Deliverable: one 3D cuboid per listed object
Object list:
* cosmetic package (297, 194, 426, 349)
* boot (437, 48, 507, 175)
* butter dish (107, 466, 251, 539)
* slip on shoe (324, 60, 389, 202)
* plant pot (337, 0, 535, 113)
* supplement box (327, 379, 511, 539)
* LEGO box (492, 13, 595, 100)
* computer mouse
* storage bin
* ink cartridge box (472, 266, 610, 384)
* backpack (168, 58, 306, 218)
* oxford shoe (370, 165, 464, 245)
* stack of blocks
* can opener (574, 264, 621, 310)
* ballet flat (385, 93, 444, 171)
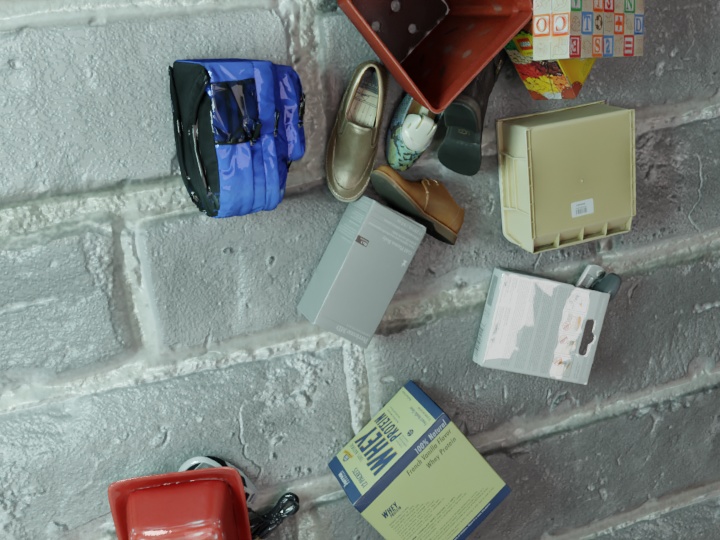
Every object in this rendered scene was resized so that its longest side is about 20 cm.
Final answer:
[{"bbox_3d":[0.000,0.000,1.294,0.105,0.090,0.203,24,92,-27],"label":"cosmetic package"},{"bbox_3d":[0.178,-0.255,1.288,0.068,0.201,0.176,20,65,11],"label":"boot"},{"bbox_3d":[-0.256,0.402,1.245,0.195,0.149,0.204,-6,119,-6],"label":"butter dish"},{"bbox_3d":[-0.003,-0.198,1.242,0.075,0.061,0.204,18,96,-3],"label":"slip on shoe"},{"bbox_3d":[0.078,-0.361,1.178,0.200,0.176,0.200,-45,115,-4],"label":"plant pot"},{"bbox_3d":[0.092,0.331,1.388,0.200,0.134,0.200,-44,114,-5],"label":"supplement box"},{"bbox_3d":[0.292,-0.373,1.258,0.149,0.076,0.202,48,64,-38],"label":"LEGO box"},{"bbox_3d":[-0.194,0.336,1.330,0.109,0.044,0.200,-40,116,12],"label":"computer mouse"},{"bbox_3d":[0.327,-0.149,1.373,0.196,0.094,0.203,-12,109,-17],"label":"storage bin"},{"bbox_3d":[0.297,0.092,1.436,0.196,0.050,0.165,10,100,-15],"label":"ink cartridge box"},{"bbox_3d":[-0.157,-0.174,1.147,0.164,0.162,0.205,-7,106,-22],"label":"backpack"},{"bbox_3d":[0.088,-0.113,1.301,0.199,0.071,0.072,32,84,-43],"label":"oxford shoe"},{"bbox_3d":[0.314,-0.350,1.187,0.198,0.058,0.118,-15,107,-43],"label":"stack of blocks"},{"bbox_3d":[0.358,0.080,1.464,0.052,0.066,0.202,31,97,-25],"label":"can opener"},{"bbox_3d":[0.097,-0.240,1.276,0.073,0.074,0.204,19,97,-24],"label":"ballet flat"}]
